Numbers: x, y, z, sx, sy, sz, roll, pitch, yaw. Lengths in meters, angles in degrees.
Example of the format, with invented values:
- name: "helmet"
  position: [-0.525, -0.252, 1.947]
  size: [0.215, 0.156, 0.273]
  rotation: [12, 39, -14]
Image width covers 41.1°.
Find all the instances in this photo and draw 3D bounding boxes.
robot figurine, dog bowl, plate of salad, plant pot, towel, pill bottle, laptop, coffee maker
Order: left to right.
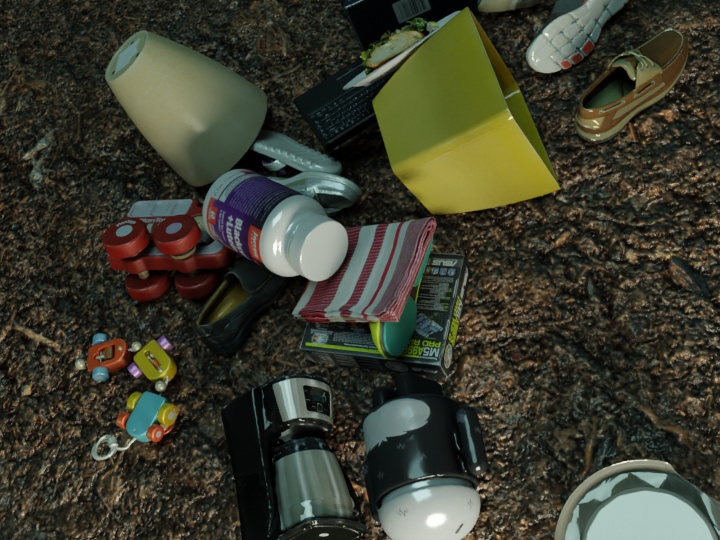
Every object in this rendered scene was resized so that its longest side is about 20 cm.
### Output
- name: "plant pot"
  position: [-0.276, -0.259, 1.438]
  size: [0.187, 0.200, 0.188]
  rotation: [-28, 42, 29]
- name: "coffee maker"
  position: [-0.105, 0.249, 1.163]
  size: [0.191, 0.135, 0.201]
  rotation: [-21, 56, 9]
- name: "pill bottle"
  position: [-0.112, -0.058, 1.285]
  size: [0.200, 0.111, 0.112]
  rotation: [26, 73, 41]
- name: "laptop"
  position: [-0.004, -0.268, 1.436]
  size: [0.177, 0.103, 0.200]
  rotation: [-31, 56, 0]
- name: "towel"
  position: [0.000, 0.000, 1.231]
  size: [0.200, 0.023, 0.144]
  rotation: [-4, 55, 48]
- name: "plate of salad"
  position: [0.053, -0.321, 1.366]
  size: [0.200, 0.048, 0.200]
  rotation: [-33, 12, 8]
- name: "robot figurine"
  position: [0.071, 0.224, 1.122]
  size: [0.124, 0.150, 0.201]
  rotation: [-5, 57, -8]
- name: "plant pot"
  position: [0.132, -0.191, 1.299]
  size: [0.176, 0.200, 0.201]
  rotation: [-26, 56, 17]
- name: "dog bowl"
  position: [0.310, 0.307, 1.024]
  size: [0.199, 0.059, 0.201]
  rotation: [-9, 60, 16]

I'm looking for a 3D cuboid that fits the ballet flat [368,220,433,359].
- name: "ballet flat"
  position: [0.042, 0.025, 1.233]
  size: [0.067, 0.067, 0.201]
  rotation: [-8, 54, 40]

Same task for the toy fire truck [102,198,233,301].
- name: "toy fire truck"
  position: [-0.274, -0.052, 1.420]
  size: [0.199, 0.112, 0.168]
  rotation: [-3, 43, 18]

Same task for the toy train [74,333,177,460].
- name: "toy train"
  position: [-0.318, 0.170, 1.336]
  size: [0.150, 0.056, 0.201]
  rotation: [-22, 54, 9]

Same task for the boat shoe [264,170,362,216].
- name: "boat shoe"
  position: [-0.091, -0.100, 1.395]
  size: [0.201, 0.074, 0.065]
  rotation: [1, 68, 25]

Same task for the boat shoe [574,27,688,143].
- name: "boat shoe"
  position: [0.372, -0.261, 1.312]
  size: [0.200, 0.074, 0.076]
  rotation: [-46, 57, -8]

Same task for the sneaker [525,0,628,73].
- name: "sneaker"
  position: [0.311, -0.366, 1.411]
  size: [0.200, 0.077, 0.082]
  rotation: [-43, 30, -8]

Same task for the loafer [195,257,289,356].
- name: "loafer"
  position: [-0.159, 0.022, 1.347]
  size: [0.073, 0.072, 0.200]
  rotation: [18, 68, 29]

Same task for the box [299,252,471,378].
- name: "box"
  position: [0.034, 0.052, 1.278]
  size: [0.199, 0.044, 0.161]
  rotation: [4, 64, 22]

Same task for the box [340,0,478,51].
- name: "box"
  position: [0.059, -0.467, 1.515]
  size: [0.199, 0.104, 0.183]
  rotation: [-23, 51, 6]

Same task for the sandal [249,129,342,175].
- name: "sandal"
  position: [-0.115, -0.166, 1.448]
  size: [0.202, 0.082, 0.050]
  rotation: [28, 117, 38]

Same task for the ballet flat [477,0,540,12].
- name: "ballet flat"
  position: [0.270, -0.446, 1.465]
  size: [0.200, 0.070, 0.069]
  rotation: [-40, 56, -6]
